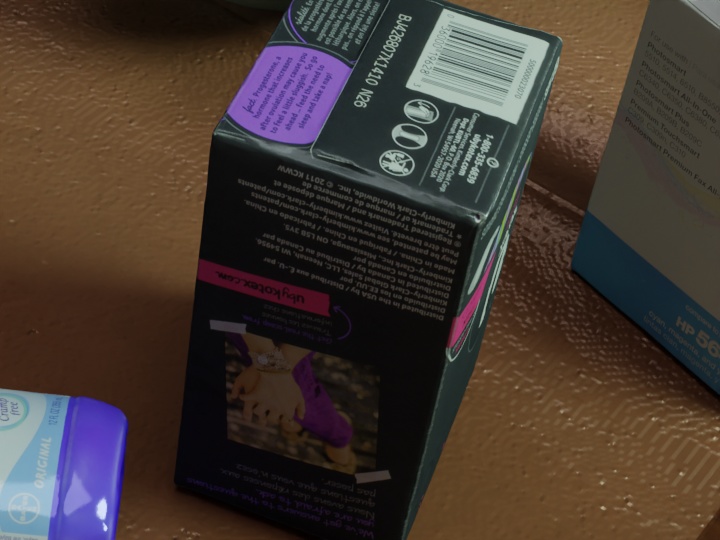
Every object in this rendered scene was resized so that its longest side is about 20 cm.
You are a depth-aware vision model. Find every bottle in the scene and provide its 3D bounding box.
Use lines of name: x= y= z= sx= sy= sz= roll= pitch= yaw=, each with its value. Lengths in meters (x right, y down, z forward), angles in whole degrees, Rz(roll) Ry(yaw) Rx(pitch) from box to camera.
bottle: x=-0.192 y=0.082 z=0.766 sx=0.199 sy=0.065 sz=0.084 roll=7 pitch=46 yaw=-5

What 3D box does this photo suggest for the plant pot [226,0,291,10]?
plant pot: x=-0.034 y=-0.216 z=1.020 sx=0.199 sy=0.134 sz=0.201 roll=-5 pitch=67 yaw=12

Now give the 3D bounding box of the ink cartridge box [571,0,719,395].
ink cartridge box: x=0.200 y=-0.060 z=0.891 sx=0.128 sy=0.201 sz=0.125 roll=-26 pitch=56 yaw=-32

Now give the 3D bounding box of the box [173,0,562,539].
box: x=0.000 y=0.000 z=0.790 sx=0.106 sy=0.201 sz=0.122 roll=19 pitch=45 yaw=8
